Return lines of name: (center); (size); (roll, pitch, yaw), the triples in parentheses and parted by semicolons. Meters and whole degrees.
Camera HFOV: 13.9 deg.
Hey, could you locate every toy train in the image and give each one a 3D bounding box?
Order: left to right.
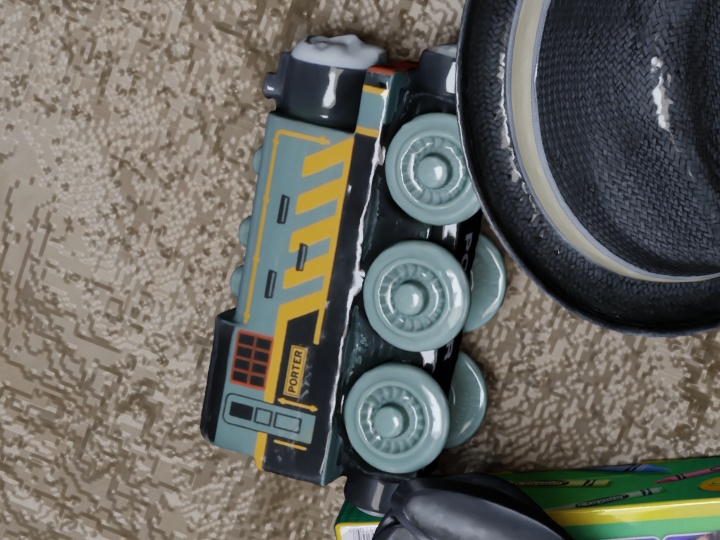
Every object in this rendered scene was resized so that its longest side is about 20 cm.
toy train: (0.000, 0.000, 1.233); (0.113, 0.085, 0.201); (13, 102, 16)

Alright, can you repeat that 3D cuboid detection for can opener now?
can opener: (0.097, 0.140, 1.203); (0.199, 0.079, 0.064); (26, 99, -6)

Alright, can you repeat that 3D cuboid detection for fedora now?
fedora: (0.133, -0.071, 1.152); (0.200, 0.092, 0.202); (-2, 95, -18)

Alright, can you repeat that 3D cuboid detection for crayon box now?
crayon box: (0.096, 0.149, 1.267); (0.199, 0.058, 0.119); (-5, 104, 11)
